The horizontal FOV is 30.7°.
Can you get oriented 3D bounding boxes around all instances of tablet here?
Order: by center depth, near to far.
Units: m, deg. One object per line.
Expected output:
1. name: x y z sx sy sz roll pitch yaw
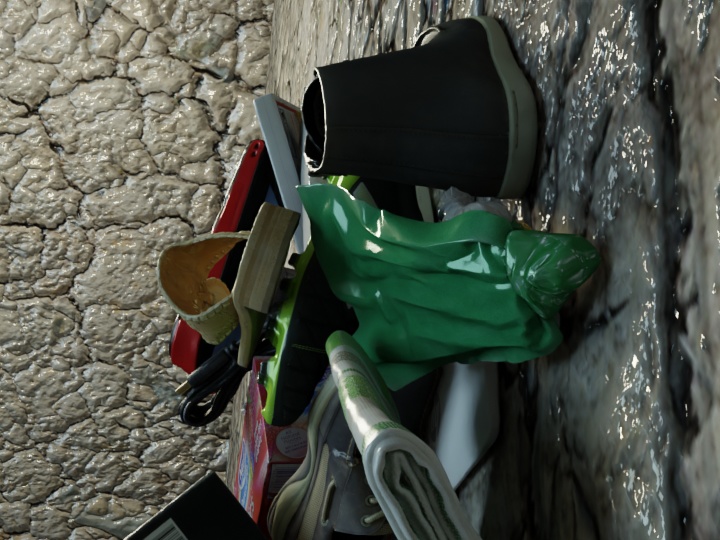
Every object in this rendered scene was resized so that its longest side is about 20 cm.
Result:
1. tablet: 0.048 0.064 0.744 0.200 0.014 0.130 109 163 -63

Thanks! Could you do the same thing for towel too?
1. towel: 0.033 0.104 0.560 0.149 0.031 0.200 64 179 -11

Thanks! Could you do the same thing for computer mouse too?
1. computer mouse: -0.046 0.098 0.979 0.200 0.110 0.044 33 -162 -53

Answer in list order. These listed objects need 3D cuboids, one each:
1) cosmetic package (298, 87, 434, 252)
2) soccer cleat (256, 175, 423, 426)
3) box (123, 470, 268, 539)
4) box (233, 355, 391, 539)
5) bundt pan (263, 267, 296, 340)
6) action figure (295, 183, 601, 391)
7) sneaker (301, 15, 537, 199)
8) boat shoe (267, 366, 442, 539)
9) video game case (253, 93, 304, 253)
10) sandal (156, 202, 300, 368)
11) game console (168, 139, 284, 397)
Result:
1. cosmetic package: 0.001 -0.052 0.891 0.200 0.082 0.051 -95 12 -52
2. soccer cleat: 0.000 0.000 0.752 0.068 0.081 0.200 121 170 -77
3. box: -0.061 0.227 0.809 0.200 0.079 0.141 51 163 4
4. box: -0.034 0.157 0.934 0.096 0.100 0.200 -102 17 -44
5. bundt pan: -0.044 0.096 1.151 0.202 0.076 0.202 -176 90 -83
6. action figure: 0.042 0.003 0.584 0.118 0.055 0.200 61 159 -12
7. sneaker: 0.020 -0.096 0.686 0.200 0.106 0.075 -108 23 -70
8. boat shoe: 0.009 0.117 0.751 0.073 0.074 0.200 54 141 31
9. video game case: -0.036 -0.059 1.032 0.200 0.017 0.143 -8 -99 -81
10. sandal: -0.080 -0.001 0.742 0.212 0.070 0.078 120 169 -75
11. game console: -0.093 0.007 1.025 0.200 0.031 0.177 81 -150 -77
